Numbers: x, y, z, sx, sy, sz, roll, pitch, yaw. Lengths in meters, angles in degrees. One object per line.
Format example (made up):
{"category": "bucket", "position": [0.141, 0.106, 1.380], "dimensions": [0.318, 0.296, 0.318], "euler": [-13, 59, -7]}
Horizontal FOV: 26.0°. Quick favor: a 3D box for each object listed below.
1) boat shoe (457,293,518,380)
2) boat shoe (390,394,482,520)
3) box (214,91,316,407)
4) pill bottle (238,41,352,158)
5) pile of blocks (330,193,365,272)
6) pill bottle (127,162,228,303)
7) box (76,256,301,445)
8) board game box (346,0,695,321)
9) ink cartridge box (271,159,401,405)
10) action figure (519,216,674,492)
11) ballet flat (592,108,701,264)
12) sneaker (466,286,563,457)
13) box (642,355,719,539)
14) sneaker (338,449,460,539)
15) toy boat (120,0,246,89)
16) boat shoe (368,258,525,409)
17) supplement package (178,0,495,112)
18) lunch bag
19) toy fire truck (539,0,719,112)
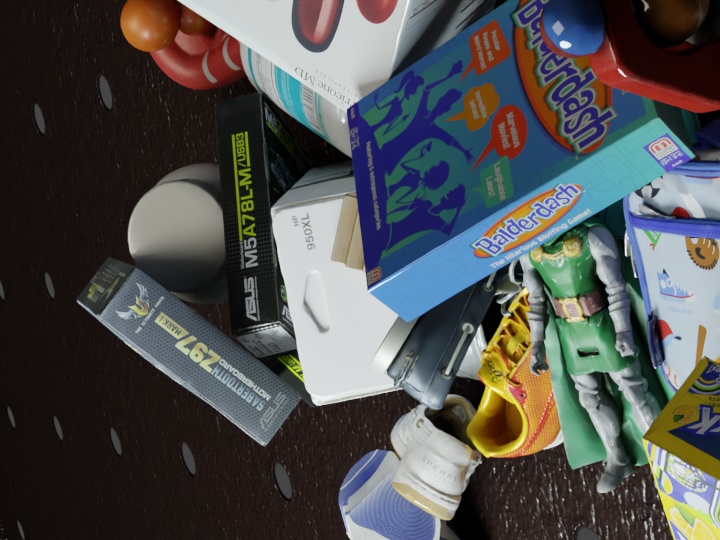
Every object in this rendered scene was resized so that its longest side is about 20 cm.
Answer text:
{"category": "boat shoe", "position": [0.089, -0.013, 1.125], "dimensions": [0.071, 0.070, 0.203], "euler": [15, 120, 39]}
{"category": "boat shoe", "position": [0.067, 0.129, 1.197], "dimensions": [0.070, 0.070, 0.200], "euler": [-60, 4, 9]}
{"category": "box", "position": [-0.058, -0.011, 1.243], "dimensions": [0.200, 0.047, 0.195], "euler": [51, -152, -64]}
{"category": "pill bottle", "position": [-0.020, -0.162, 1.181], "dimensions": [0.200, 0.110, 0.112], "euler": [39, 138, 48]}
{"category": "pile of blocks", "position": [0.051, -0.076, 1.019], "dimensions": [0.082, 0.201, 0.062], "euler": [37, -176, -7]}
{"category": "pill bottle", "position": [-0.124, -0.033, 1.341], "dimensions": [0.200, 0.118, 0.121], "euler": [-16, -92, -76]}
{"category": "box", "position": [-0.137, 0.057, 1.198], "dimensions": [0.157, 0.051, 0.200], "euler": [40, 172, -14]}
{"category": "board game box", "position": [0.085, -0.082, 0.910], "dimensions": [0.199, 0.045, 0.153], "euler": [-31, 44, 25]}
{"category": "ink cartridge box", "position": [0.000, 0.000, 1.164], "dimensions": [0.200, 0.083, 0.146], "euler": [-62, -40, -77]}
{"category": "action figure", "position": [0.140, 0.038, 0.940], "dimensions": [0.117, 0.055, 0.202], "euler": [-11, 109, 36]}
{"category": "ballet flat", "position": [0.163, -0.030, 0.967], "dimensions": [0.071, 0.067, 0.202], "euler": [-121, 28, -55]}
{"category": "sneaker", "position": [0.124, 0.052, 1.068], "dimensions": [0.073, 0.076, 0.202], "euler": [44, 133, 44]}
{"category": "box", "position": [0.218, 0.142, 0.868], "dimensions": [0.070, 0.064, 0.201], "euler": [28, 155, 40]}
{"category": "sneaker", "position": [0.034, 0.217, 1.292], "dimensions": [0.200, 0.080, 0.115], "euler": [53, 176, -34]}
{"category": "toy boat", "position": [-0.150, -0.227, 1.367], "dimensions": [0.200, 0.130, 0.132], "euler": [-16, 92, 63]}
{"category": "boat shoe", "position": [0.083, -0.001, 1.017], "dimensions": [0.062, 0.201, 0.075], "euler": [35, 157, 2]}
{"category": "supplement package", "position": [-0.006, -0.243, 1.001], "dimensions": [0.190, 0.147, 0.201], "euler": [34, 140, 15]}
{"category": "lunch bag", "position": [0.227, 0.002, 0.838], "dimensions": [0.199, 0.075, 0.162], "euler": [9, 117, 55]}
{"category": "toy fire truck", "position": [0.147, -0.177, 0.790], "dimensions": [0.112, 0.167, 0.202], "euler": [-6, 100, 63]}
